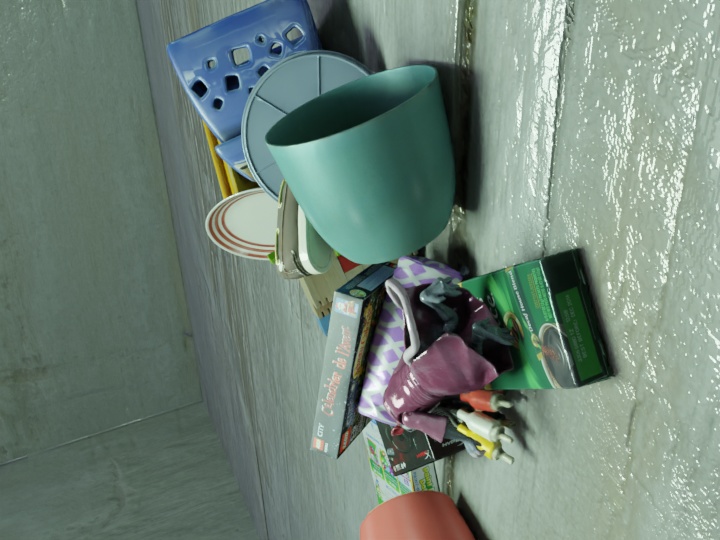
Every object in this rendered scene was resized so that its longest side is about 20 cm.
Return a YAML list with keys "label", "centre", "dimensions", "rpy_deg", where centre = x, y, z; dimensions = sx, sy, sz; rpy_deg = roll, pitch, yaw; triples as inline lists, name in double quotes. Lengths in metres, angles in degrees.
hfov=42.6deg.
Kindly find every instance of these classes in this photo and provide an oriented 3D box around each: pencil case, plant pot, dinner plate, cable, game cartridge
- label: "pencil case"
  centre: [0.057, 0.080, 1.063]
  dimensions: [0.085, 0.082, 0.204]
  rpy_deg: [12, -84, -77]
- label: "plant pot"
  centre: [0.016, -0.108, 1.008]
  dimensions: [0.200, 0.198, 0.163]
  rpy_deg: [33, 149, 64]
- label: "plant pot"
  centre: [0.084, 0.408, 1.226]
  dimensions: [0.203, 0.196, 0.179]
  rpy_deg: [95, 163, -47]
- label: "dinner plate"
  centre: [-0.124, -0.071, 1.326]
  dimensions: [0.201, 0.195, 0.025]
  rpy_deg: [107, 161, -59]
- label: "plant pot"
  centre: [-0.127, -0.237, 1.263]
  dimensions: [0.200, 0.196, 0.183]
  rpy_deg: [41, -154, -85]
- label: "cable"
  centre: [0.100, 0.153, 1.067]
  dimensions: [0.197, 0.050, 0.100]
  rpy_deg: [8, 105, 39]
- label: "game cartridge"
  centre: [-0.153, -0.139, 1.424]
  dimensions: [0.199, 0.032, 0.179]
  rpy_deg: [30, -145, -53]

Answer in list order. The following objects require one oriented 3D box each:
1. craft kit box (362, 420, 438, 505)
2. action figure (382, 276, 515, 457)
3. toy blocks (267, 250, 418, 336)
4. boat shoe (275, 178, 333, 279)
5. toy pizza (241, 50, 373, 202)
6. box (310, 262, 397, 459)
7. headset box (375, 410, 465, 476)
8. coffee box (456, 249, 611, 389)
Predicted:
- label: "craft kit box"
  centre: [0.064, 0.317, 1.424]
  dimensions: [0.199, 0.048, 0.202]
  rpy_deg: [-163, 63, -70]
- label: "action figure"
  centre: [0.068, 0.114, 0.938]
  dimensions: [0.201, 0.146, 0.136]
  rpy_deg: [-58, 42, 39]
- label: "toy blocks"
  centre: [0.000, 0.000, 1.170]
  dimensions: [0.139, 0.197, 0.100]
  rpy_deg: [66, 170, -23]
- label: "boat shoe"
  centre: [-0.068, -0.087, 1.096]
  dimensions: [0.059, 0.071, 0.204]
  rpy_deg: [-15, 64, 33]
- label: "toy pizza"
  centre: [-0.051, -0.171, 1.158]
  dimensions: [0.032, 0.196, 0.205]
  rpy_deg: [-88, -14, -78]
- label: "box"
  centre: [-0.003, 0.103, 1.097]
  dimensions: [0.136, 0.037, 0.204]
  rpy_deg: [-37, -40, -63]
- label: "headset box"
  centre: [0.066, 0.153, 1.217]
  dimensions: [0.204, 0.076, 0.149]
  rpy_deg: [70, 156, 12]
- label: "coffee box"
  centre: [0.163, 0.055, 0.910]
  dimensions: [0.200, 0.043, 0.126]
  rpy_deg: [161, 94, -72]
